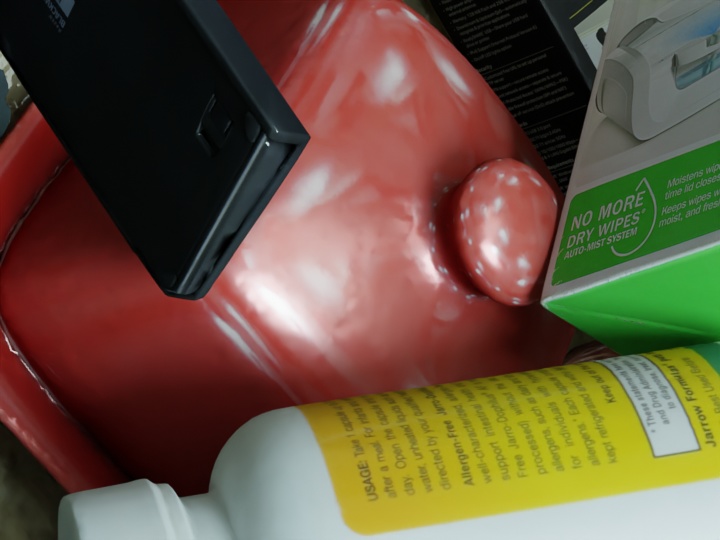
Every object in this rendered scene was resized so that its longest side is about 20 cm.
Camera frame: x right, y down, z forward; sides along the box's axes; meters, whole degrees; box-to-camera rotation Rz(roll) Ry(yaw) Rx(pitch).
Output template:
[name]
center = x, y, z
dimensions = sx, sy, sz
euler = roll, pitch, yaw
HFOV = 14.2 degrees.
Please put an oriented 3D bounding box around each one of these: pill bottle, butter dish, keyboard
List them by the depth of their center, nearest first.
[pill bottle]
center = 0.024, 0.087, 0.779
dimensions = 0.200, 0.113, 0.113
euler = -9, 84, -12
[keyboard]
center = -0.072, -0.103, 0.795
dimensions = 0.021, 0.127, 0.200
euler = -14, 58, -40
[butter dish]
center = 0.000, 0.000, 0.881
dimensions = 0.199, 0.148, 0.200
euler = 50, 50, -22

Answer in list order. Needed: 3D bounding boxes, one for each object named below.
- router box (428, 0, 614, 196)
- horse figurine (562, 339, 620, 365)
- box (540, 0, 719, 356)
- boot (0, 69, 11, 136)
[router box]
center = 0.114, -0.116, 1.091
dimensions = 0.200, 0.051, 0.149
euler = -41, 106, -43
[horse figurine]
center = 0.077, 0.105, 0.999
dimensions = 0.132, 0.050, 0.200
euler = 27, 63, -41
[box]
center = 0.171, -0.029, 0.875
dimensions = 0.200, 0.097, 0.177
euler = 32, 60, -27
[boot]
center = -0.196, -0.078, 0.769
dimensions = 0.162, 0.073, 0.198
euler = -32, 100, -38
